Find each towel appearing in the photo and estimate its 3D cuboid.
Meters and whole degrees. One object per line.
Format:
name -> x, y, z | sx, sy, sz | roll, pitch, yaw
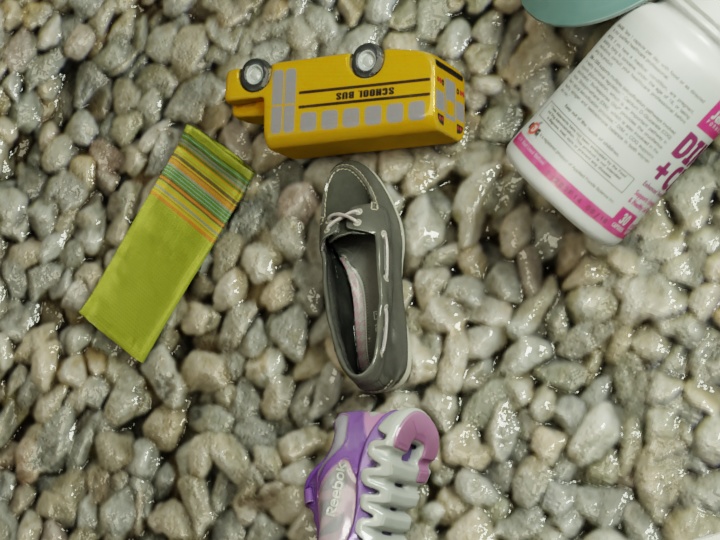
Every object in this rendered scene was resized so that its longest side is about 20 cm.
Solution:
towel -> -0.173, -0.025, 1.501 | 0.086, 0.018, 0.201 | 35, 98, 29

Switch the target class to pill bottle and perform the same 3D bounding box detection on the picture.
pill bottle -> 0.212, -0.126, 1.258 | 0.200, 0.113, 0.113 | -49, 63, 12

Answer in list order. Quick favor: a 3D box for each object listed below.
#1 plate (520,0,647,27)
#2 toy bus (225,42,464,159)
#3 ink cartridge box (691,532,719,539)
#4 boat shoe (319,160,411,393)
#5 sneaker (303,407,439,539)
plate -> 0.197, -0.269, 1.288 | 0.199, 0.026, 0.201 | -28, 39, 26
toy bus -> -0.015, -0.140, 1.411 | 0.199, 0.065, 0.079 | -4, 81, 27
ink cartridge box -> 0.212, 0.286, 1.225 | 0.199, 0.050, 0.162 | -19, 72, 20
boat shoe -> 0.000, 0.000, 1.380 | 0.067, 0.057, 0.201 | -17, 73, 25
sneaker -> -0.009, 0.198, 1.344 | 0.088, 0.080, 0.201 | 14, 83, 36
